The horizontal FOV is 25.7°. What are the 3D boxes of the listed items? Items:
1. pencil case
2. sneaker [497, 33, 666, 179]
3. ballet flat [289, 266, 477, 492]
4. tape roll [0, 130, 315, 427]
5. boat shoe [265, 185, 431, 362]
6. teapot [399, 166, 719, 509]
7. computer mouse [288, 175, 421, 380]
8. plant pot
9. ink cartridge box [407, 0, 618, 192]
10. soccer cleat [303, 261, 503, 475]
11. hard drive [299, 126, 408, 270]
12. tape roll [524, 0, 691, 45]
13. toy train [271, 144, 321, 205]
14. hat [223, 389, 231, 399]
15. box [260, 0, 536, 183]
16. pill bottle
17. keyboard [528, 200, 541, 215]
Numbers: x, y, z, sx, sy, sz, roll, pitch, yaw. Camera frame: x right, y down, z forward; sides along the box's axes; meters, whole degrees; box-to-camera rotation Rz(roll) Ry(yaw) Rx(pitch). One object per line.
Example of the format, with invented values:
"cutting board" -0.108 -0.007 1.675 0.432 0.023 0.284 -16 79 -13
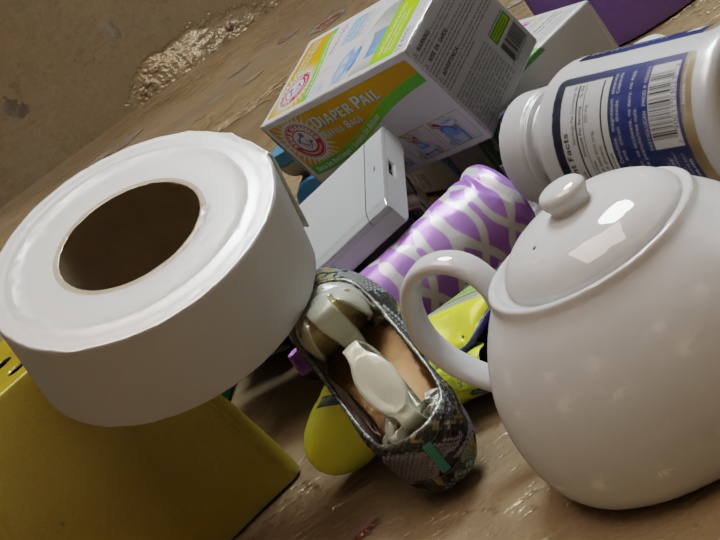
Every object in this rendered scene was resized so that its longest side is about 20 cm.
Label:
"pencil case" 0.041 0.008 1.125 0.200 0.084 0.085 -41 32 -15
"sneaker" 0.169 -0.108 1.178 0.129 0.080 0.199 -36 16 -11
"ballet flat" 0.002 0.050 0.965 0.072 0.072 0.200 -37 49 -3
"tape roll" -0.131 0.001 1.001 0.202 0.071 0.203 -17 38 14
"boat shoe" -0.025 0.009 1.311 0.200 0.075 0.093 -31 33 21
"teapot" 0.135 0.015 0.815 0.200 0.146 0.197 -37 16 1
"computer mouse" 0.000 0.000 1.232 0.140 0.046 0.200 -36 39 13
"plant pot" -0.199 0.131 1.118 0.200 0.177 0.200 -42 18 -20
"ink cartridge box" 0.118 -0.149 1.395 0.145 0.084 0.200 -45 19 -24
"soccer cleat" 0.047 0.065 1.002 0.200 0.065 0.084 -36 22 2
"hard drive" -0.044 -0.009 1.188 0.200 0.027 0.132 -43 22 21
"tape roll" 0.255 -0.294 1.517 0.200 0.085 0.200 -34 16 11
"toy train" -0.024 -0.105 1.508 0.085 0.116 0.200 -30 18 20
"hat" -0.213 0.058 1.302 0.176 0.166 0.200 -14 -14 13
"box" 0.028 -0.150 1.287 0.200 0.101 0.113 -20 36 51
"pill bottle" 0.188 -0.094 1.043 0.200 0.111 0.111 -6 34 52
"keyboard" 0.132 -0.042 1.209 0.200 0.011 0.056 -14 28 53
